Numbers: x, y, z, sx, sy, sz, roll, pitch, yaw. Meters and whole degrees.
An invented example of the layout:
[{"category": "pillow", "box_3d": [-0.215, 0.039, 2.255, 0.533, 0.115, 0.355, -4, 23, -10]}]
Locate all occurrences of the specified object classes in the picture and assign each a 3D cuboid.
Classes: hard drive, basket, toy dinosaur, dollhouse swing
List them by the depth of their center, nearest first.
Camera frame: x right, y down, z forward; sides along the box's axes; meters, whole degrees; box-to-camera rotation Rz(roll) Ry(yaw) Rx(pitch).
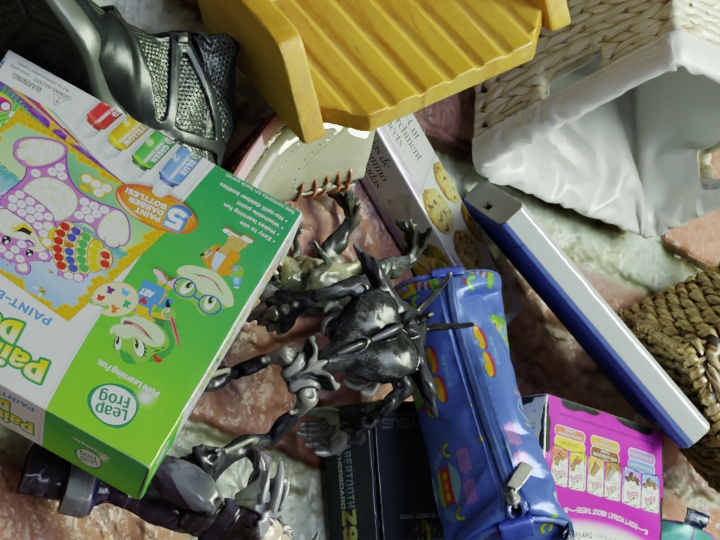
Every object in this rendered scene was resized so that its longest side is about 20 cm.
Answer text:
[{"category": "dollhouse swing", "box_3d": [0.008, -0.223, 1.517, 0.199, 0.182, 0.176, -24, 140, -21]}, {"category": "toy dinosaur", "box_3d": [0.000, 0.000, 1.621, 0.199, 0.047, 0.089, 27, 79, -39]}, {"category": "hard drive", "box_3d": [0.151, 0.028, 1.693, 0.025, 0.132, 0.200, -41, 103, -1]}, {"category": "basket", "box_3d": [0.204, -0.146, 1.744, 0.199, 0.198, 0.162, 18, 57, -40]}, {"category": "basket", "box_3d": [0.292, 0.071, 1.757, 0.148, 0.200, 0.143, -26, 100, -5]}]

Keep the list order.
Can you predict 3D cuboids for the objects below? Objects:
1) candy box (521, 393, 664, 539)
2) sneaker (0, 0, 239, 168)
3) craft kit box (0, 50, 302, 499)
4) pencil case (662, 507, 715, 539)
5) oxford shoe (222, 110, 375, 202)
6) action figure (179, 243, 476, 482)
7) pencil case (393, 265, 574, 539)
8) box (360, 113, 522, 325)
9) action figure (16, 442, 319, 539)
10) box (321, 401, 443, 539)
[{"category": "candy box", "box_3d": [0.136, 0.194, 1.627, 0.136, 0.061, 0.201, 20, 67, -45]}, {"category": "sneaker", "box_3d": [-0.143, -0.128, 1.489, 0.200, 0.076, 0.115, 50, 49, -29]}, {"category": "craft kit box", "box_3d": [-0.162, -0.001, 1.391, 0.199, 0.049, 0.198, 28, 58, 2]}, {"category": "pencil case", "box_3d": [0.202, 0.270, 1.730, 0.092, 0.085, 0.201, 14, 69, -11]}, {"category": "oxford shoe", "box_3d": [-0.033, -0.072, 1.562, 0.074, 0.071, 0.200, 42, 66, -8]}, {"category": "action figure", "box_3d": [-0.032, 0.060, 1.526, 0.199, 0.102, 0.119, -23, 91, -22]}, {"category": "pencil case", "box_3d": [0.073, 0.092, 1.561, 0.078, 0.087, 0.201, -9, 65, -12]}, {"category": "box", "box_3d": [0.042, -0.042, 1.675, 0.041, 0.039, 0.201, -45, 112, -41]}, {"category": "action figure", "box_3d": [-0.092, 0.134, 1.419, 0.199, 0.130, 0.070, 31, 51, -6]}, {"category": "box", "box_3d": [0.064, 0.166, 1.641, 0.199, 0.051, 0.159, 4, 79, -45]}]
